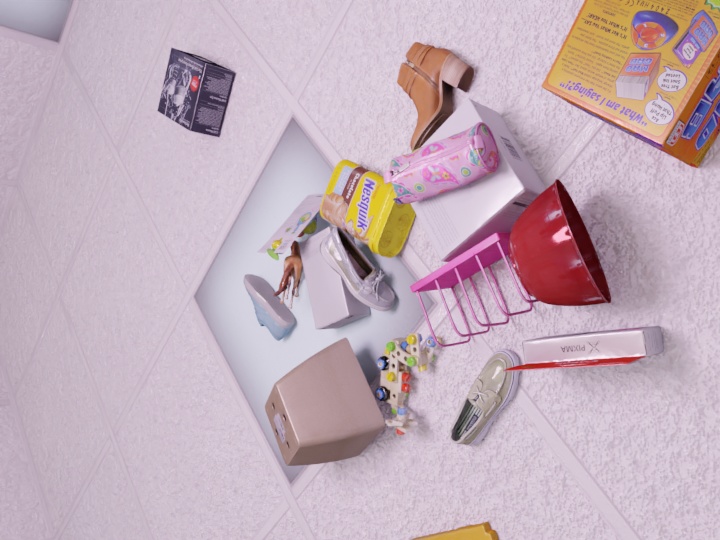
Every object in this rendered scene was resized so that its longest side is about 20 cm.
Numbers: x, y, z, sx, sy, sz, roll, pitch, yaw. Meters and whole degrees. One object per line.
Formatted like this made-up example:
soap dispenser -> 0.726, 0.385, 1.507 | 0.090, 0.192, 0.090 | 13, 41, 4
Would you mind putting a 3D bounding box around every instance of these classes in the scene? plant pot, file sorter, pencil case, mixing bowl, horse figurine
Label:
plant pot -> -0.090, 0.293, 1.287 | 0.203, 0.173, 0.201 | 63, 149, 23
file sorter -> 0.216, 0.038, 1.088 | 0.198, 0.137, 0.128 | -33, 71, 36
pencil case -> 0.135, -0.176, 1.040 | 0.196, 0.086, 0.090 | -14, 80, 40
mixing bowl -> 0.298, -0.026, 0.961 | 0.106, 0.198, 0.206 | -24, 73, 26
horse figurine -> -0.159, 0.008, 1.428 | 0.048, 0.200, 0.137 | 9, 99, 1

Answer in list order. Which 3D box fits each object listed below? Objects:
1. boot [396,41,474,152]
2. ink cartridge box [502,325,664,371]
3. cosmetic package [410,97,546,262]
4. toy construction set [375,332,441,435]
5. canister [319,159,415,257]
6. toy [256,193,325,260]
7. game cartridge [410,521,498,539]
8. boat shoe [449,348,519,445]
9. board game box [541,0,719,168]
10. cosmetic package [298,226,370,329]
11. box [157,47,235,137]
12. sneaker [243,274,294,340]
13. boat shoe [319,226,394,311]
boot -> 0.118, -0.343, 1.222 | 0.154, 0.076, 0.204 | 38, 111, 34
ink cartridge box -> 0.339, 0.120, 0.949 | 0.196, 0.171, 0.045 | -12, 81, 40
cosmetic package -> 0.198, -0.154, 1.116 | 0.199, 0.121, 0.203 | -41, 63, 32
toy construction set -> 0.089, 0.220, 1.236 | 0.129, 0.091, 0.206 | 8, 83, 41
canister -> 0.014, -0.136, 1.305 | 0.198, 0.085, 0.152 | 31, 104, 40
toy -> -0.137, -0.097, 1.410 | 0.114, 0.201, 0.048 | 2, 133, 49
game cartridge -> 0.195, 0.584, 1.166 | 0.198, 0.032, 0.181 | -29, 70, 35
boat shoe -> 0.225, 0.236, 1.122 | 0.071, 0.061, 0.205 | 34, 110, 37
board game box -> 0.418, -0.294, 0.869 | 0.199, 0.197, 0.204 | 40, 114, 34
cosmetic package -> -0.059, 0.019, 1.375 | 0.111, 0.080, 0.206 | -22, 76, 39
box -> -0.464, -0.500, 1.737 | 0.198, 0.103, 0.187 | 32, 111, 38
sneaker -> -0.245, 0.094, 1.545 | 0.200, 0.073, 0.083 | 48, 115, 33
boat shoe -> 0.000, -0.001, 1.286 | 0.203, 0.074, 0.065 | 48, 130, 4
